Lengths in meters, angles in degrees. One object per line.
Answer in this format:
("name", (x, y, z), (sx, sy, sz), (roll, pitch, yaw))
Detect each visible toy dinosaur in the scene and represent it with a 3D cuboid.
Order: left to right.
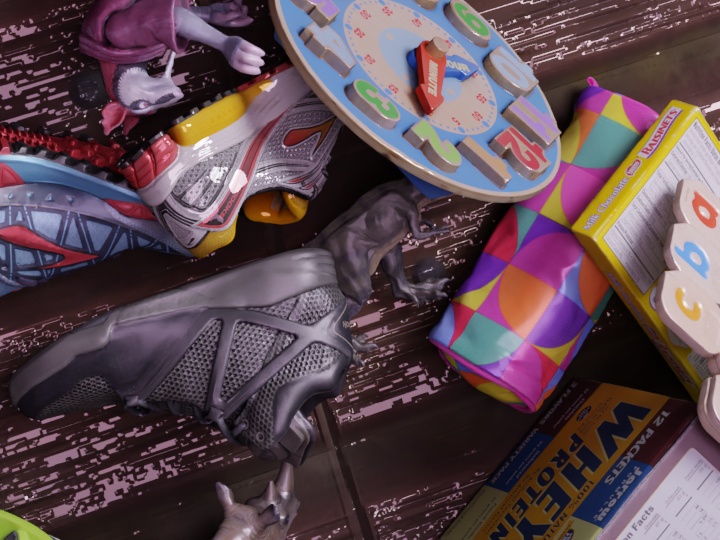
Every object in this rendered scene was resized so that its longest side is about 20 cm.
("toy dinosaur", (0.000, 0.000, 1.588), (0.200, 0.047, 0.088), (-31, 117, 4))

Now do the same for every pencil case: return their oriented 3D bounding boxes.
("pencil case", (0.120, -0.014, 1.608), (0.088, 0.088, 0.200), (35, 81, -15))

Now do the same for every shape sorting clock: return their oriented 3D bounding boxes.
("shape sorting clock", (0.034, -0.117, 1.531), (0.200, 0.200, 0.039), (36, 122, -15))

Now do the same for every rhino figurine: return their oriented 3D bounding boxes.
("rhino figurine", (-0.081, 0.197, 1.551), (0.087, 0.060, 0.200), (33, 80, -60))

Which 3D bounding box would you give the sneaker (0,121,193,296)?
("sneaker", (-0.183, -0.030, 1.532), (0.200, 0.079, 0.096), (13, 109, -15))

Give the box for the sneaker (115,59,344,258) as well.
("sneaker", (-0.050, -0.068, 1.529), (0.200, 0.078, 0.082), (-33, 93, -40))

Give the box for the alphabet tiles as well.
("alphabet tiles", (0.238, 0.044, 1.531), (0.196, 0.015, 0.200), (41, 40, -21))

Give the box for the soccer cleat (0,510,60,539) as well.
("soccer cleat", (-0.149, 0.192, 1.505), (0.200, 0.081, 0.068), (31, 82, 16))

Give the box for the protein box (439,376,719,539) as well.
("protein box", (0.187, 0.183, 1.574), (0.200, 0.199, 0.135), (43, 80, -14))

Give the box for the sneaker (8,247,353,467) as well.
("sneaker", (-0.096, 0.069, 1.527), (0.199, 0.076, 0.114), (-17, 80, -2))

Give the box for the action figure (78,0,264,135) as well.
("action figure", (-0.118, -0.173, 1.501), (0.149, 0.134, 0.200), (20, 87, -13))

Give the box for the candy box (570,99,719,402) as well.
("candy box", (0.202, -0.002, 1.608), (0.102, 0.026, 0.200), (-52, 134, -14))
